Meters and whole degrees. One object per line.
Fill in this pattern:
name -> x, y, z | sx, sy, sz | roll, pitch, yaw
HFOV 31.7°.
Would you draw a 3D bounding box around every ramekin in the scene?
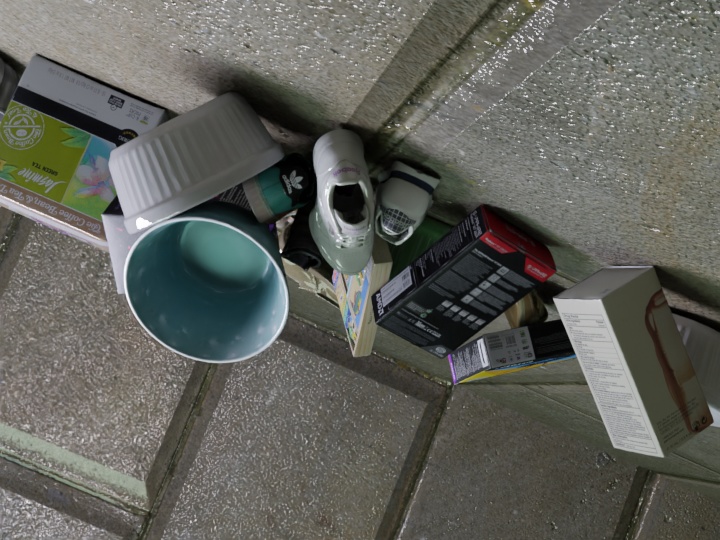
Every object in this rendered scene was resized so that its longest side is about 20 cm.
ramekin -> 0.402, 0.121, 1.636 | 0.200, 0.095, 0.202 | 23, 172, 3
ramekin -> -0.192, -0.127, 1.438 | 0.095, 0.201, 0.202 | 64, 163, -8
ramekin -> 0.085, -0.003, 1.747 | 0.198, 0.099, 0.200 | 22, 171, 4

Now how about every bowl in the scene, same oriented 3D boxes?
bowl -> -0.171, -0.001, 1.513 | 0.199, 0.202, 0.105 | 23, -148, -4

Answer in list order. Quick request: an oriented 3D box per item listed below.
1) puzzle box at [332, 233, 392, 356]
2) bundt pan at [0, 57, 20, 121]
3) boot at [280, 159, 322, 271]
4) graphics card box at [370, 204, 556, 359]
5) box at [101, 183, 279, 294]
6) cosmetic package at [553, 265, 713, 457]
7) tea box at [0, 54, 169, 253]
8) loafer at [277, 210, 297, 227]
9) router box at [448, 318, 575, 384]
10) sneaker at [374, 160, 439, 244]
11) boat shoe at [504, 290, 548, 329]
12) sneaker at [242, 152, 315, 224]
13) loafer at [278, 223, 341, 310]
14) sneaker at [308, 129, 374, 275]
puzzle box -> 0.000, 0.000, 1.639 | 0.025, 0.134, 0.201 | -5, 142, -14
bundt pan -> -0.575, -0.286, 1.821 | 0.200, 0.077, 0.202 | 23, 171, 4
boot -> -0.067, -0.069, 1.599 | 0.069, 0.133, 0.200 | 23, 177, -8
graphics card box -> 0.123, 0.018, 1.542 | 0.125, 0.200, 0.051 | 27, -145, -34
box -> -0.214, -0.042, 1.626 | 0.197, 0.106, 0.124 | 2, 122, 13
cosmetic package -> 0.315, 0.103, 1.466 | 0.103, 0.087, 0.202 | 3, 119, 65
tea box -> -0.386, -0.153, 1.735 | 0.198, 0.199, 0.134 | 22, 172, 2
loafer -> -0.116, -0.090, 1.784 | 0.199, 0.071, 0.064 | 14, 127, 60
router box -> 0.240, 0.109, 1.788 | 0.197, 0.052, 0.149 | -10, 170, -18
sneaker -> 0.043, -0.070, 1.509 | 0.075, 0.081, 0.200 | 20, 173, 4
boat shoe -> 0.238, 0.048, 1.819 | 0.062, 0.074, 0.201 | -23, 161, 2
sneaker -> -0.088, -0.100, 1.515 | 0.200, 0.079, 0.072 | -88, -25, -81
loafer -> -0.048, 0.003, 1.806 | 0.200, 0.077, 0.067 | 40, 146, -26
sneaker -> -0.020, -0.057, 1.434 | 0.074, 0.100, 0.202 | -10, 135, -4
